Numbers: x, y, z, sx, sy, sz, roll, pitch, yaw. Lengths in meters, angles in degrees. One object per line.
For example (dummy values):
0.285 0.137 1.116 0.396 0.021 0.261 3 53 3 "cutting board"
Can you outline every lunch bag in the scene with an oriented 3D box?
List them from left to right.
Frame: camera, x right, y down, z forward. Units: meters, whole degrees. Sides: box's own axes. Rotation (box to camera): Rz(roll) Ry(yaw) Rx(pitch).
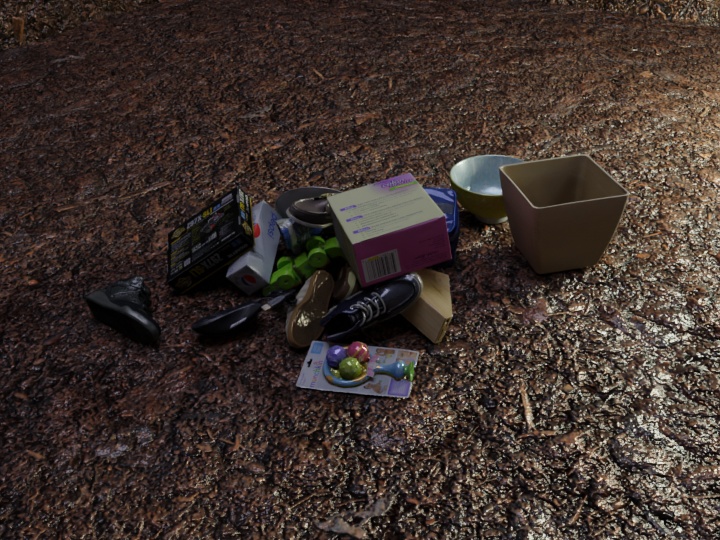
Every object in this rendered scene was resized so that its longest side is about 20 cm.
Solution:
0.108 -0.100 1.697 0.199 0.133 0.136 1 51 8 "lunch bag"

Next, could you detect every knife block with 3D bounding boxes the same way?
0.080 0.037 1.539 0.175 0.064 0.200 14 34 -7 "knife block"

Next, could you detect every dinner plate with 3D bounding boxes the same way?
-0.085 -0.121 1.745 0.199 0.200 0.024 3 65 9 "dinner plate"

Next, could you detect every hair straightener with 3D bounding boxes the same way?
-0.058 -0.039 1.733 0.077 0.041 0.200 33 52 23 "hair straightener"

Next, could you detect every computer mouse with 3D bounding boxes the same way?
-0.209 0.086 1.516 0.199 0.046 0.140 -22 8 -27 "computer mouse"

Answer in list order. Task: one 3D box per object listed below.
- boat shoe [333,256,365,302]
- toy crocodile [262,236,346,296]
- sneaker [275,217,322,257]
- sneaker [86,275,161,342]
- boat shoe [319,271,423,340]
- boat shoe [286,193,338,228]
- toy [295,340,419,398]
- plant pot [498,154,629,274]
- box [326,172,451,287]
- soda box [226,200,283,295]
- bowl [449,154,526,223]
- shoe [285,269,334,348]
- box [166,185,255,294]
-0.003 0.004 1.641 0.075 0.075 0.203 29 41 -13 "boat shoe"
-0.114 -0.007 1.631 0.200 0.062 0.068 -33 30 11 "toy crocodile"
-0.116 -0.078 1.699 0.085 0.077 0.200 -22 -2 1 "sneaker"
-0.432 0.067 1.571 0.199 0.077 0.114 20 46 39 "sneaker"
0.019 0.070 1.464 0.199 0.075 0.093 -29 4 19 "boat shoe"
-0.058 -0.126 1.617 0.199 0.060 0.072 -1 44 -41 "boat shoe"
-0.004 0.159 1.416 0.199 0.047 0.115 7 39 11 "toy"
0.407 -0.108 1.670 0.199 0.178 0.200 -9 33 -9 "plant pot"
0.050 -0.080 1.514 0.175 0.097 0.200 -18 33 -8 "box"
-0.216 -0.050 1.682 0.063 0.068 0.201 -28 35 31 "soda box"
0.300 -0.172 1.838 0.199 0.108 0.200 -3 34 2 "bowl"
-0.101 0.081 1.551 0.053 0.070 0.200 -35 20 37 "shoe"
-0.312 -0.064 1.676 0.200 0.049 0.160 -32 39 16 "box"
